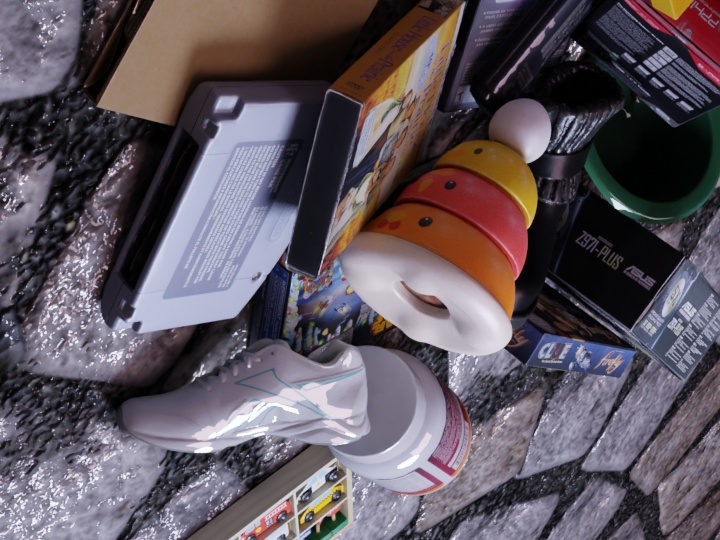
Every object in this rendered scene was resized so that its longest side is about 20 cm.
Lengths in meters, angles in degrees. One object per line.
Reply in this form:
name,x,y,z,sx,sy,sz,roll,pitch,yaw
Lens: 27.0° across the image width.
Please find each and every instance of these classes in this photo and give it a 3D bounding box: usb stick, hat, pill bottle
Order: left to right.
pill bottle,0.027,0.128,1.288,0.110,0.109,0.200,-50,159,-2
usb stick,0.159,-0.208,1.191,0.200,0.033,0.055,-51,159,-3
hat,0.234,-0.115,1.424,0.200,0.176,0.166,46,69,-16

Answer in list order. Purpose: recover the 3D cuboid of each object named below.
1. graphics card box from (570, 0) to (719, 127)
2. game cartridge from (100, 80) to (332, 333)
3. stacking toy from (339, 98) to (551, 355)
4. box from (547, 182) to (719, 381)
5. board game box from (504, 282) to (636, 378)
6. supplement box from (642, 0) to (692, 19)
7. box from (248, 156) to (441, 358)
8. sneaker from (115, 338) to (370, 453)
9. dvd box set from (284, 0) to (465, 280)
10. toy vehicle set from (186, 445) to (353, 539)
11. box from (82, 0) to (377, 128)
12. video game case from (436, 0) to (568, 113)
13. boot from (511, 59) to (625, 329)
graphics card box,0.244,-0.181,1.193,0.051,0.125,0.200,-50,-179,-4
game cartridge,-0.091,-0.045,1.035,0.133,0.042,0.201,-13,140,-50
stacking toy,0.086,-0.050,1.151,0.201,0.145,0.146,-60,152,-20
box,0.249,0.005,1.432,0.086,0.163,0.200,-52,148,2
board game box,0.156,0.042,1.375,0.199,0.135,0.035,12,113,-57
supplement box,0.151,-0.304,0.953,0.133,0.200,0.197,-48,149,-6
box,0.000,0.000,1.218,0.199,0.040,0.138,-25,141,-37
sneaker,-0.088,0.091,1.142,0.198,0.070,0.081,-3,105,-19
dvd box set,0.013,-0.100,1.068,0.200,0.029,0.147,-50,161,-53
toy vehicle set,-0.089,0.245,1.363,0.199,0.026,0.125,-35,145,-26
box,-0.072,-0.162,0.974,0.199,0.021,0.164,8,118,-57
video game case,0.136,-0.224,1.190,0.142,0.019,0.202,-16,132,-45
boot,0.145,-0.068,1.232,0.212,0.079,0.158,-70,-173,-50
